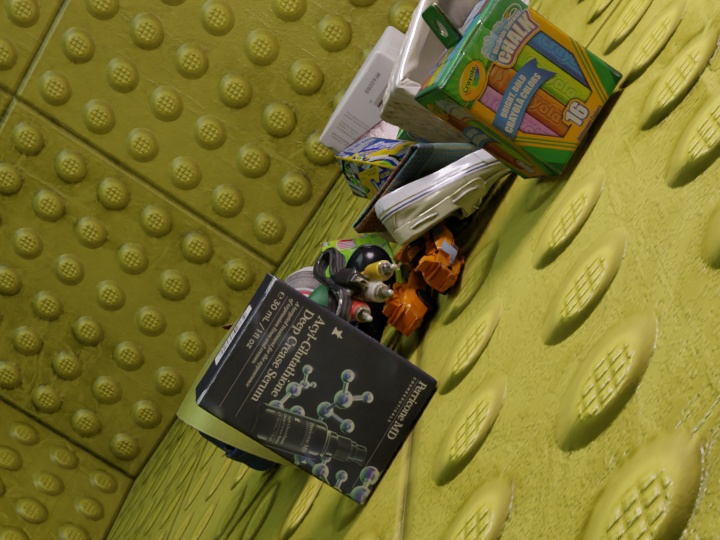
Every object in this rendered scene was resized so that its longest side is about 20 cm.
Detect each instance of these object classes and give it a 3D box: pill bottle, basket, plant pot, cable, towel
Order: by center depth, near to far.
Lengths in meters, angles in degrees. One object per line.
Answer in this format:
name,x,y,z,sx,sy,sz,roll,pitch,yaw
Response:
cable,-0.017,0.024,1.388,0.098,0.050,0.200,-61,18,-5
towel,0.090,-0.104,1.430,0.199,0.022,0.147,-5,-40,-50
basket,0.114,-0.269,1.463,0.123,0.135,0.201,135,156,-70
plant pot,-0.114,0.127,1.489,0.187,0.186,0.201,-175,107,-81
pill bottle,-0.094,0.064,2.005,0.111,0.110,0.200,-55,9,18

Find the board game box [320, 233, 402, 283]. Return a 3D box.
board game box,0.000,0.000,1.634,0.200,0.101,0.048,-106,5,-73

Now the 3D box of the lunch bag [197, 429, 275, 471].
lunch bag,-0.154,0.209,1.708,0.200,0.135,0.133,-49,11,49

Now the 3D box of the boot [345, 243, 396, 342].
boot,-0.001,0.070,1.417,0.162,0.073,0.200,-81,4,-85

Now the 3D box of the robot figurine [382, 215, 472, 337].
robot figurine,0.079,-0.006,1.396,0.145,0.058,0.200,-52,10,21

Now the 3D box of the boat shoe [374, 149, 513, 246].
boat shoe,0.112,-0.091,1.363,0.199,0.062,0.072,-26,-6,-14

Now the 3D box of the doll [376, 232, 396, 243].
doll,0.078,-0.109,1.724,0.200,0.048,0.138,-47,-40,-55

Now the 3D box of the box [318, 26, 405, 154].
box,0.068,-0.267,1.962,0.200,0.198,0.172,-53,8,27

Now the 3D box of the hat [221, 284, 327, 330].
hat,-0.066,0.032,1.702,0.201,0.175,0.166,-61,9,-23

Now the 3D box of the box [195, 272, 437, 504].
box,-0.048,0.118,1.181,0.149,0.199,0.107,-58,9,-2

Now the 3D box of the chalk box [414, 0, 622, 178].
chalk box,0.143,-0.202,1.195,0.124,0.199,0.125,-57,8,-2

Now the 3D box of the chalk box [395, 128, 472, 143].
chalk box,0.131,-0.211,1.635,0.201,0.123,0.125,-55,8,19

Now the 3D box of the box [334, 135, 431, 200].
box,0.046,-0.135,1.574,0.064,0.070,0.200,-35,23,-18

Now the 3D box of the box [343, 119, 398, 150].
box,0.077,-0.201,1.774,0.200,0.075,0.100,-39,-24,-8
